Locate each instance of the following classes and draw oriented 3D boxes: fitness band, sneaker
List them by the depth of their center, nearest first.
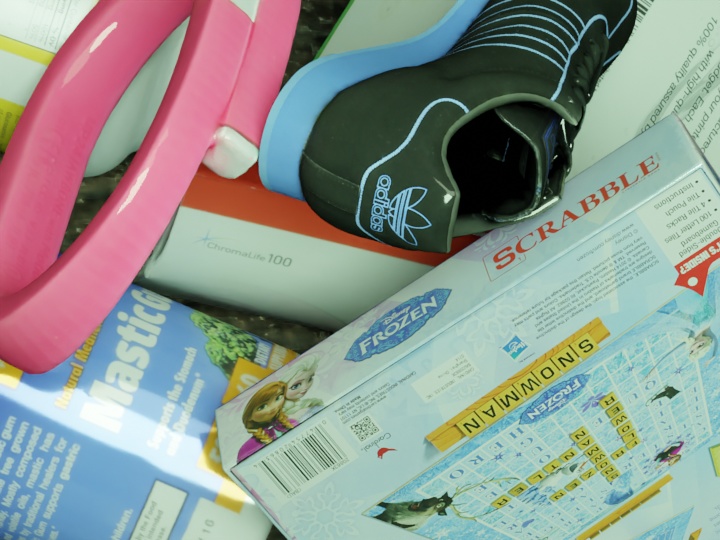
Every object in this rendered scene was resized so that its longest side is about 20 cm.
[{"bbox_3d":[0.053,-0.057,0.879,0.078,0.071,0.200,28,39,27],"label":"sneaker"},{"bbox_3d":[-0.082,-0.050,0.898,0.037,0.143,0.201,36,41,-22],"label":"fitness band"}]

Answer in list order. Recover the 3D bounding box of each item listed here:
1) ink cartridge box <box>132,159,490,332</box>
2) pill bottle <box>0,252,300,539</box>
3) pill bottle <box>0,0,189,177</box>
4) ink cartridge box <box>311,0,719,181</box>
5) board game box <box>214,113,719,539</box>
[{"bbox_3d":[0.000,0.000,0.978,0.161,0.200,0.058,13,90,-10],"label":"ink cartridge box"},{"bbox_3d":[-0.125,0.049,0.967,0.199,0.112,0.113,23,61,-6],"label":"pill bottle"},{"bbox_3d":[-0.139,-0.105,1.036,0.198,0.112,0.113,19,61,-7],"label":"pill bottle"},{"bbox_3d":[0.097,-0.077,1.031,0.199,0.083,0.147,31,93,-35],"label":"ink cartridge box"},{"bbox_3d":[0.083,0.074,0.916,0.200,0.199,0.041,52,12,-30],"label":"board game box"}]
